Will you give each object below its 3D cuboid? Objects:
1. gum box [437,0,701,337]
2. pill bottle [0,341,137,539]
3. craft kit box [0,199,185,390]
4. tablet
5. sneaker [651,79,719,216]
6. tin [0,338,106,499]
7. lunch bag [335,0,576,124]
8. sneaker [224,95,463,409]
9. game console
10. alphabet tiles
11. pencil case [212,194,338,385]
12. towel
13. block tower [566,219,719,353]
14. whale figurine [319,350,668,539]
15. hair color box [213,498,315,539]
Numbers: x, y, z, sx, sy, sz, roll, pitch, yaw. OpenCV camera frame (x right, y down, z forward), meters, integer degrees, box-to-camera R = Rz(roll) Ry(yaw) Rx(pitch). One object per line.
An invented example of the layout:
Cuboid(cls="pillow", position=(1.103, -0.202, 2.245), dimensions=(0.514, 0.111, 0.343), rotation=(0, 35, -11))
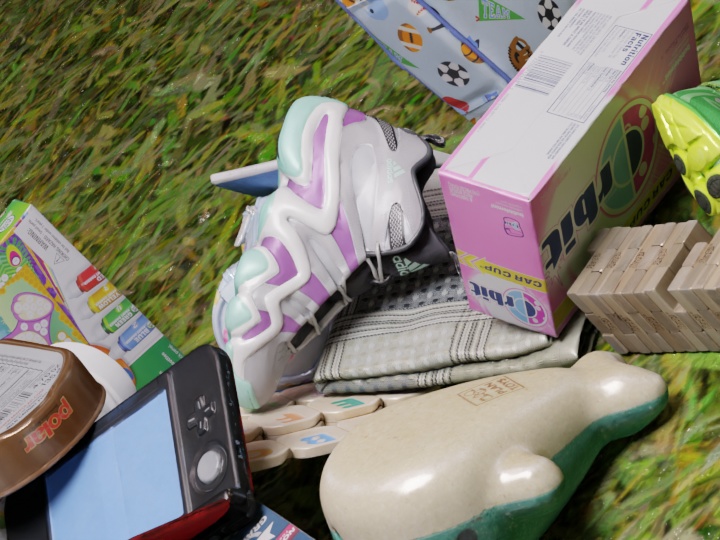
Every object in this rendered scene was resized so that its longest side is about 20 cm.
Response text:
Cuboid(cls="gum box", position=(0.133, -0.074, 1.594), dimensions=(0.066, 0.114, 0.200), rotation=(19, 54, 31))
Cuboid(cls="pill bottle", position=(-0.223, 0.139, 1.762), dimensions=(0.111, 0.111, 0.200), rotation=(-25, 22, 38))
Cuboid(cls="craft kit box", position=(-0.233, 0.089, 1.874), dimensions=(0.198, 0.200, 0.048), rotation=(-50, 25, -11))
Cuboid(cls="tablet", position=(0.000, -0.063, 1.845), dimensions=(0.200, 0.130, 0.014), rotation=(-11, 70, 53))
Cuboid(cls="sneaker", position=(0.216, -0.084, 1.524), dimensions=(0.083, 0.074, 0.200), rotation=(-27, 4, 13))
Cuboid(cls="tin", position=(-0.228, 0.091, 1.660), dimensions=(0.112, 0.042, 0.200), rotation=(-40, 19, -22))
Cuboid(cls="lunch bag", position=(0.071, -0.210, 1.866), dimensions=(0.075, 0.200, 0.161), rotation=(-21, 32, 50))
Cuboid(cls="sneaker", position=(0.000, 0.000, 1.650), dimensions=(0.078, 0.139, 0.201), rotation=(41, -117, -79))
Cuboid(cls="game console", position=(-0.167, 0.142, 1.522), dimensions=(0.200, 0.118, 0.173), rotation=(-35, 50, 31))
Cuboid(cls="alphabet tiles", position=(-0.055, 0.091, 1.660), dimensions=(0.199, 0.015, 0.195), rotation=(-12, 10, -19))
Cuboid(cls="pencil case", position=(-0.049, 0.008, 1.797), dimensions=(0.083, 0.091, 0.200), rotation=(-29, 14, 11))
Cuboid(cls="towel", position=(0.077, -0.006, 1.672), dimensions=(0.199, 0.035, 0.193), rotation=(-8, 40, 31))
Cuboid(cls="block tower", position=(0.197, 0.008, 1.481), dimensions=(0.058, 0.054, 0.200), rotation=(-54, 24, -22))
Cuboid(cls="whale figurine", position=(0.078, 0.115, 1.479), dimensions=(0.199, 0.104, 0.159), rotation=(-25, 18, -16))
Cuboid(cls="hair color box", position=(-0.043, 0.183, 1.529), dimensions=(0.061, 0.100, 0.200), rotation=(-50, 23, -8))
